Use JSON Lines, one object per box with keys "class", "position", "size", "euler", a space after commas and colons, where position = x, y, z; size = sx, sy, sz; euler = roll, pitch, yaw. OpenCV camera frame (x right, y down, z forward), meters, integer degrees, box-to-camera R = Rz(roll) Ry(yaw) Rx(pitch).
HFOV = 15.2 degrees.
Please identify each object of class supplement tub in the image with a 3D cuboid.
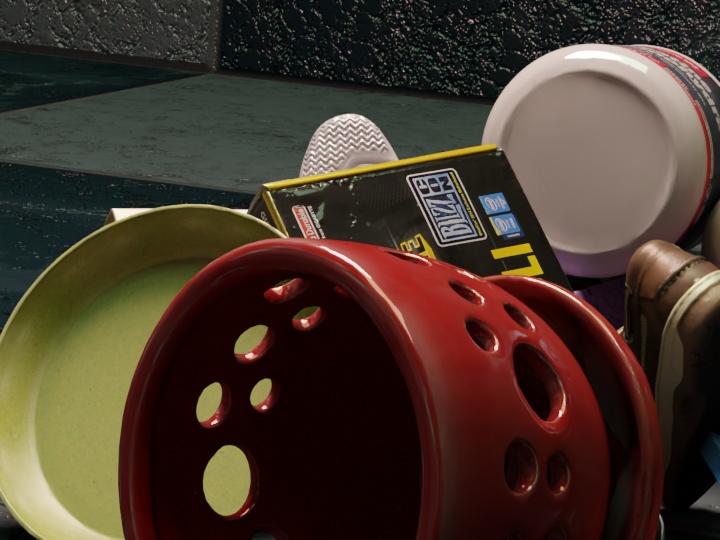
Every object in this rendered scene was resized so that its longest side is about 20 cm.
{"class": "supplement tub", "position": [0.164, -0.071, 1.697], "size": [0.139, 0.141, 0.200], "euler": [7, 7, 17]}

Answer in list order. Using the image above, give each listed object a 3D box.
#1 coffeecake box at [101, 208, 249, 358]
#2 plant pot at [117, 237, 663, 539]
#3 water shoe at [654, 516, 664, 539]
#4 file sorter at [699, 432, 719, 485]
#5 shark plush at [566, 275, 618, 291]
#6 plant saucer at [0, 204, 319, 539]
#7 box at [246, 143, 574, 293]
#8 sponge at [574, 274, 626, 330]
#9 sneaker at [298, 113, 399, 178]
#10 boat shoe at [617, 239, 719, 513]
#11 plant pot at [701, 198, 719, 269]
{"class": "coffeecake box", "position": [-0.041, 0.048, 1.505], "size": [0.199, 0.154, 0.073], "euler": [0, -33, -25]}
{"class": "plant pot", "position": [0.019, 0.091, 1.202], "size": [0.200, 0.202, 0.182], "euler": [13, 5, 42]}
{"class": "water shoe", "position": [0.104, 0.121, 1.380], "size": [0.071, 0.080, 0.200], "euler": [10, 11, 28]}
{"class": "file sorter", "position": [0.273, 0.093, 1.374], "size": [0.138, 0.123, 0.200], "euler": [25, 9, -5]}
{"class": "shark plush", "position": [0.140, 0.034, 1.719], "size": [0.090, 0.084, 0.200], "euler": [-16, -17, 4]}
{"class": "plant saucer", "position": [-0.100, 0.062, 1.396], "size": [0.199, 0.201, 0.031], "euler": [9, -21, 27]}
{"class": "box", "position": [0.044, 0.035, 1.476], "size": [0.159, 0.201, 0.049], "euler": [-10, -27, -31]}
{"class": "sponge", "position": [0.168, 0.060, 1.675], "size": [0.030, 0.112, 0.200], "euler": [-23, -4, 27]}
{"class": "sneaker", "position": [0.000, 0.000, 1.705], "size": [0.075, 0.201, 0.114], "euler": [-11, 6, -4]}
{"class": "boat shoe", "position": [0.173, 0.053, 1.492], "size": [0.075, 0.203, 0.075], "euler": [-36, 60, -25]}
{"class": "plant pot", "position": [0.299, -0.022, 1.594], "size": [0.199, 0.201, 0.173], "euler": [-2, -16, -32]}
